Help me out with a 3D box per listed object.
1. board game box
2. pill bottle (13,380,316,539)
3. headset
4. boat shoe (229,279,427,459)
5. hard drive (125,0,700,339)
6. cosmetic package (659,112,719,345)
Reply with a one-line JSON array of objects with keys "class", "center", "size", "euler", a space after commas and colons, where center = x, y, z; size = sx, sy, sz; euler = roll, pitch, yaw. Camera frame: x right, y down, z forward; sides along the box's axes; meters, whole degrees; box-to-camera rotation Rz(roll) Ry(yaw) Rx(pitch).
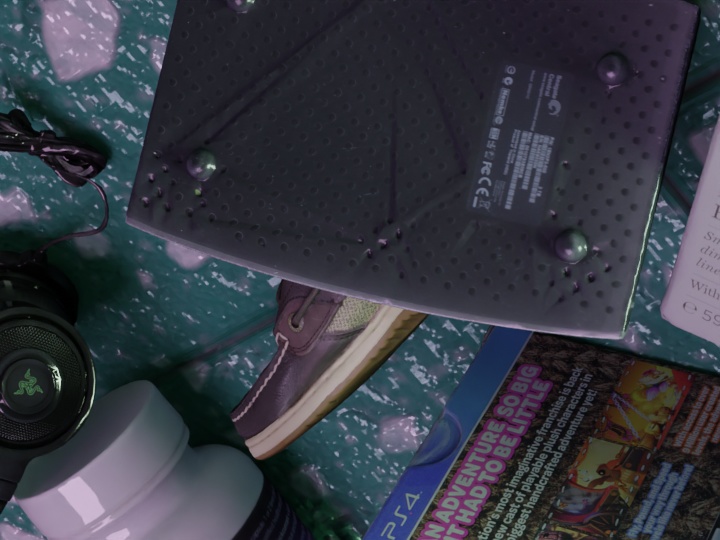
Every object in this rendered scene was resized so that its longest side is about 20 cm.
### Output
[{"class": "board game box", "center": [0.115, 0.125, 0.922], "size": [0.199, 0.160, 0.097], "euler": [14, 132, 21]}, {"class": "pill bottle", "center": [-0.069, 0.153, 1.088], "size": [0.111, 0.112, 0.200], "euler": [-22, 112, 41]}, {"class": "headset", "center": [-0.169, 0.028, 1.043], "size": [0.094, 0.124, 0.201], "euler": [20, 108, -21]}, {"class": "boat shoe", "center": [0.000, 0.000, 0.955], "size": [0.066, 0.072, 0.201], "euler": [45, 128, 3]}, {"class": "hard drive", "center": [0.020, -0.054, 0.866], "size": [0.199, 0.042, 0.136], "euler": [13, 88, 20]}, {"class": "cosmetic package", "center": [0.177, -0.056, 0.798], "size": [0.101, 0.074, 0.201], "euler": [21, 135, 13]}]
